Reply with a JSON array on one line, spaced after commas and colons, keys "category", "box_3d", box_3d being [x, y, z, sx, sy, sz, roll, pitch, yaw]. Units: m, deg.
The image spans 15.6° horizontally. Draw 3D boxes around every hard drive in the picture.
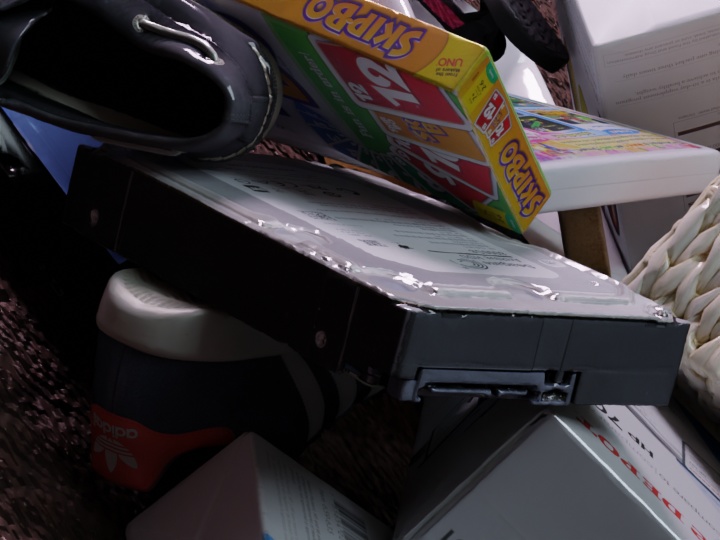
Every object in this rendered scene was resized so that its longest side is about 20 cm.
[{"category": "hard drive", "box_3d": [0.002, -0.001, 0.950, 0.139, 0.038, 0.200, 4, 16, -40]}]

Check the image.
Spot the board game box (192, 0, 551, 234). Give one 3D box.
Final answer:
[{"category": "board game box", "box_3d": [-0.023, -0.082, 1.002, 0.200, 0.030, 0.096, 28, -18, 33]}]

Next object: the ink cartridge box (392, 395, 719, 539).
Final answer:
[{"category": "ink cartridge box", "box_3d": [0.094, 0.101, 1.009, 0.146, 0.086, 0.200, 45, 11, -6]}]

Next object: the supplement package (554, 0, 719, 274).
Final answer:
[{"category": "supplement package", "box_3d": [0.163, -0.096, 1.297, 0.200, 0.109, 0.114, 73, 1, -51]}]

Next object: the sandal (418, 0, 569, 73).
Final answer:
[{"category": "sandal", "box_3d": [0.054, -0.139, 1.326, 0.075, 0.045, 0.200, 49, 5, -26]}]

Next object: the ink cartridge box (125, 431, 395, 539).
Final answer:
[{"category": "ink cartridge box", "box_3d": [0.011, 0.160, 0.938, 0.200, 0.067, 0.116, 38, 24, -32]}]

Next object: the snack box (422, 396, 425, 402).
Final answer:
[{"category": "snack box", "box_3d": [0.096, 0.086, 1.291, 0.200, 0.024, 0.072, 31, 31, -43]}]

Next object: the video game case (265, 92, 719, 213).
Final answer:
[{"category": "video game case", "box_3d": [0.037, -0.061, 1.134, 0.182, 0.024, 0.200, 18, 12, 27]}]

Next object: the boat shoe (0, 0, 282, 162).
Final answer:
[{"category": "boat shoe", "box_3d": [-0.124, -0.094, 0.954, 0.199, 0.073, 0.063, 23, 12, 3]}]

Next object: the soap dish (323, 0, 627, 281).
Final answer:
[{"category": "soap dish", "box_3d": [0.045, -0.058, 1.334, 0.157, 0.081, 0.200, 31, 30, -43]}]

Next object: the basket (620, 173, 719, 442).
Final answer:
[{"category": "basket", "box_3d": [0.239, 0.020, 1.088, 0.161, 0.200, 0.198, 40, -5, 32]}]

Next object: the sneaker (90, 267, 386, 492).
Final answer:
[{"category": "sneaker", "box_3d": [-0.031, 0.044, 0.998, 0.075, 0.085, 0.200, 23, 15, 38]}]

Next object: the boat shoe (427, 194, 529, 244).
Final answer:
[{"category": "boat shoe", "box_3d": [0.000, 0.000, 1.136, 0.200, 0.091, 0.071, 8, 48, -61]}]

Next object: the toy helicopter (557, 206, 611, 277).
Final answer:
[{"category": "toy helicopter", "box_3d": [0.115, 0.045, 1.211, 0.132, 0.079, 0.201, -85, 165, -64]}]

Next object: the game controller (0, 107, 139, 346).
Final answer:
[{"category": "game controller", "box_3d": [-0.111, -0.055, 1.030, 0.104, 0.042, 0.200, -36, 88, -35]}]
